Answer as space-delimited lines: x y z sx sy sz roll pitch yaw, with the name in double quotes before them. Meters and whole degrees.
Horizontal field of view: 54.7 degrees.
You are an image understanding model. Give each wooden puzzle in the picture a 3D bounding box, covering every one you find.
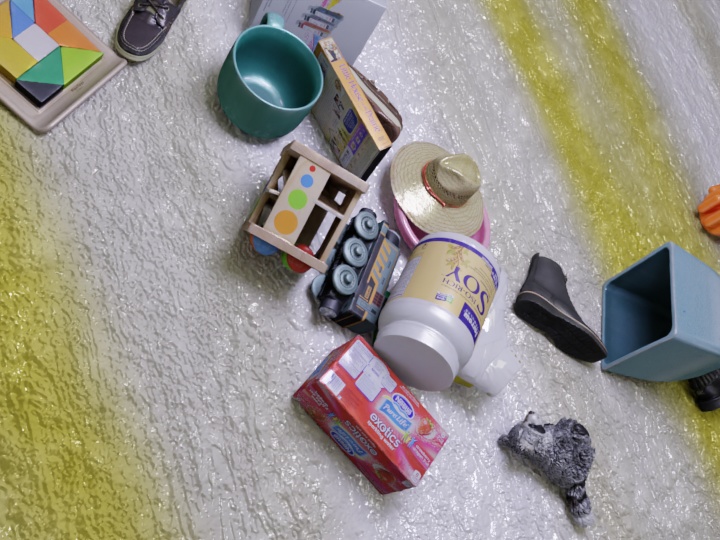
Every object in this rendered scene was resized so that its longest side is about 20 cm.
"wooden puzzle" -0.455 -0.311 0.966 0.199 0.037 0.186 40 54 -10

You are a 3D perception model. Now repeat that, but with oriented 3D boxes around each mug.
"mug" -0.142 -0.298 1.105 0.152 0.114 0.186 39 53 -10

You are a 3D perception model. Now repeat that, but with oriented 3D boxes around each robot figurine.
"robot figurine" 0.902 -0.139 1.674 0.197 0.118 0.144 3 24 -30

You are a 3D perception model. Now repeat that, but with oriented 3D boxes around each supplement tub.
"supplement tub" 0.112 0.059 1.022 0.145 0.145 0.201 37 54 -11

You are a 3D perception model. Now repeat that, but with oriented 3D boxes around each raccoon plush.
"raccoon plush" 0.307 0.324 1.117 0.132 0.097 0.203 -9 73 -26

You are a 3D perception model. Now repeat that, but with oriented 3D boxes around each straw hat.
"straw hat" 0.155 -0.155 1.178 0.199 0.085 0.204 13 63 -27

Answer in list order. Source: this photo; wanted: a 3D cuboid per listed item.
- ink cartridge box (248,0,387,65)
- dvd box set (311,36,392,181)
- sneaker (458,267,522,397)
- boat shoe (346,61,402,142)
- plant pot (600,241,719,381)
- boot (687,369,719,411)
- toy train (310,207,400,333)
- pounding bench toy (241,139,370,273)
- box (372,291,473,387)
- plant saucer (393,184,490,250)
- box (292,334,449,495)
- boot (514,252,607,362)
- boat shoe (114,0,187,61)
"ink cartridge box" -0.074 -0.474 1.196 0.198 0.145 0.147 16 49 -25
"dvd box set" -0.029 -0.253 1.134 0.029 0.146 0.202 -26 82 -23
"sneaker" 0.215 0.103 1.120 0.115 0.073 0.201 37 62 -16
"boat shoe" -0.004 -0.312 1.231 0.202 0.074 0.075 46 42 -15
"plant pot" 0.596 0.103 1.311 0.198 0.196 0.199 22 58 -13
"boot" 0.739 0.181 1.451 0.209 0.079 0.159 -21 80 -36
"toy train" 0.000 0.000 1.081 0.114 0.085 0.202 38 54 -24
"pounding bench toy" -0.096 -0.086 1.040 0.123 0.200 0.158 29 88 -14
"box" 0.113 0.101 1.123 0.198 0.048 0.119 21 59 -21
"plant saucer" 0.137 -0.090 1.222 0.198 0.051 0.203 14 62 -27
"box" 0.015 0.206 0.983 0.200 0.095 0.100 48 53 -4
"boot" 0.386 0.065 1.294 0.199 0.077 0.139 38 49 -12
"boat shoe" -0.318 -0.406 1.074 0.072 0.065 0.202 26 54 -16
